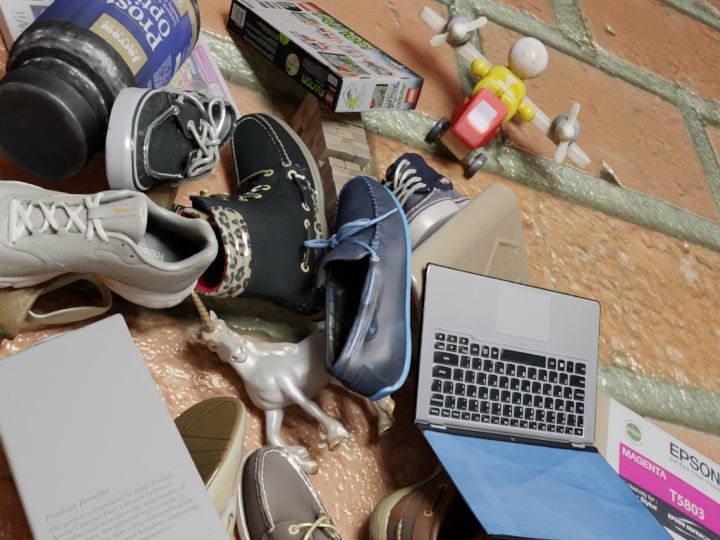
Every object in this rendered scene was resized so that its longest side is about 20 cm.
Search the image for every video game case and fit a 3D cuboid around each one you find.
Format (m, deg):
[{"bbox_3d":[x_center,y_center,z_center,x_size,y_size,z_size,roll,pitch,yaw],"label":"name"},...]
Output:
[{"bbox_3d":[-0.217,-0.185,0.892,0.197,0.018,0.145,-9,64,-41],"label":"video game case"}]

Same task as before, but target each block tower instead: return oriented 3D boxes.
[{"bbox_3d":[-0.021,-0.087,0.937,0.053,0.058,0.203,10,50,-30],"label":"block tower"}]

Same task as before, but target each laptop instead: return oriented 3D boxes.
[{"bbox_3d":[0.147,0.103,0.760,0.184,0.115,0.205,12,77,-27],"label":"laptop"}]

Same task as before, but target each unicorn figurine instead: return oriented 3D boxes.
[{"bbox_3d":[-0.048,0.085,0.777,0.138,0.074,0.199,51,28,20],"label":"unicorn figurine"}]

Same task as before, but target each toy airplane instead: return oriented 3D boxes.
[{"bbox_3d":[0.168,-0.210,1.113,0.197,0.141,0.202,8,52,-32],"label":"toy airplane"}]

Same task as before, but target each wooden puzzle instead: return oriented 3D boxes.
[{"bbox_3d":[0.102,0.048,0.885,0.185,0.046,0.203,-39,119,-46],"label":"wooden puzzle"}]

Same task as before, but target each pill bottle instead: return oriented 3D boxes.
[{"bbox_3d":[-0.213,-0.166,0.785,0.111,0.112,0.202,32,44,-11],"label":"pill bottle"}]

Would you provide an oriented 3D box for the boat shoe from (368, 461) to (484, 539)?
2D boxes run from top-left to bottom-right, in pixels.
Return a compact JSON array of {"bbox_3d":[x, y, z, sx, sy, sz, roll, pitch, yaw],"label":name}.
[{"bbox_3d":[0.093,0.180,0.785,0.198,0.067,0.073,-26,102,-44],"label":"boat shoe"}]

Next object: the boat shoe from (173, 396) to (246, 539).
[{"bbox_3d":[-0.118,0.176,0.654,0.202,0.071,0.066,-74,149,-45],"label":"boat shoe"}]

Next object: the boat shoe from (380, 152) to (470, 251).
[{"bbox_3d":[0.049,-0.063,0.931,0.093,0.075,0.200,44,14,9],"label":"boat shoe"}]

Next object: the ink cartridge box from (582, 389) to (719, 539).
[{"bbox_3d":[0.255,0.226,0.882,0.198,0.075,0.166,30,45,-12],"label":"ink cartridge box"}]

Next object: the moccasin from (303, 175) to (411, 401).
[{"bbox_3d":[0.000,0.000,0.771,0.067,0.080,0.203,21,43,-32],"label":"moccasin"}]

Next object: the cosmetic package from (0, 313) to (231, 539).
[{"bbox_3d":[-0.153,0.131,0.591,0.100,0.075,0.201,-20,48,-20],"label":"cosmetic package"}]

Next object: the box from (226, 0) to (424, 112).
[{"bbox_3d":[-0.039,-0.220,0.985,0.109,0.035,0.200,-8,38,-40],"label":"box"}]

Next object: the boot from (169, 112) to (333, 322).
[{"bbox_3d":[-0.096,-0.058,0.814,0.153,0.073,0.207,10,53,-55],"label":"boot"}]

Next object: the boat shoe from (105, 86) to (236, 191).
[{"bbox_3d":[-0.137,-0.101,0.741,0.067,0.075,0.199,5,12,4],"label":"boat shoe"}]

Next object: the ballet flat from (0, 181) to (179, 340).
[{"bbox_3d":[-0.200,-0.006,0.731,0.199,0.068,0.073,-34,87,-45],"label":"ballet flat"}]

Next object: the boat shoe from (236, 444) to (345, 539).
[{"bbox_3d":[-0.033,0.211,0.687,0.071,0.060,0.203,-2,59,-38],"label":"boat shoe"}]

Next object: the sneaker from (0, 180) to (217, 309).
[{"bbox_3d":[-0.187,-0.031,0.654,0.197,0.092,0.077,9,66,-32],"label":"sneaker"}]
